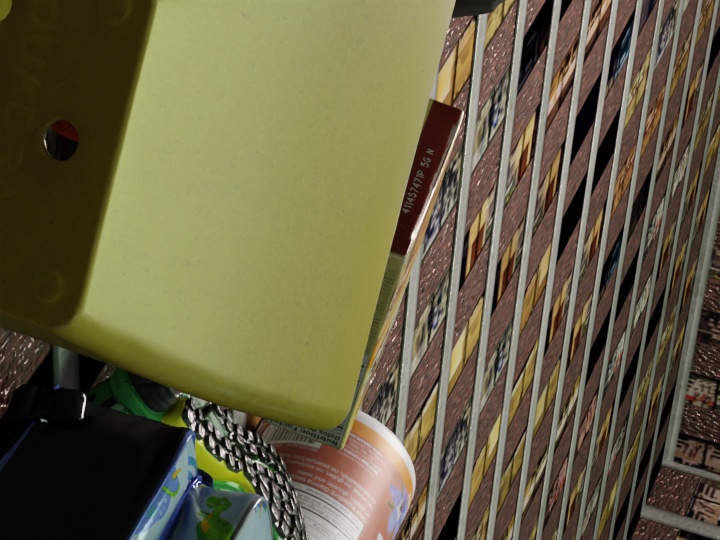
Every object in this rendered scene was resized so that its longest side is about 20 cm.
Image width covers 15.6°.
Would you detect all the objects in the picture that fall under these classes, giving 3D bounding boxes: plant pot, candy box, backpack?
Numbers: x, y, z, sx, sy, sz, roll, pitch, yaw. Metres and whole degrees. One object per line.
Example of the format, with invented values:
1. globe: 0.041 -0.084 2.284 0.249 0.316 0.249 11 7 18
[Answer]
1. plant pot: -0.107 -0.056 1.043 0.176 0.200 0.200 4 102 -63
2. candy box: 0.000 0.000 1.512 0.200 0.055 0.116 106 5 -53
3. backpack: -0.128 0.183 1.286 0.200 0.147 0.183 92 22 -54

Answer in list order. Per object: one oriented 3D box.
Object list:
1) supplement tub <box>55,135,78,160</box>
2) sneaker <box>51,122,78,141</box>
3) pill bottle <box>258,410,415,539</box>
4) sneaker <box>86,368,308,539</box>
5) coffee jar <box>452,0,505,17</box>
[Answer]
1. supplement tub: -0.073 -0.048 1.328 0.200 0.107 0.107 -2 107 -75
2. sneaker: -0.081 -0.152 1.198 0.115 0.078 0.200 7 100 -61
3. pill bottle: -0.047 0.187 1.681 0.112 0.112 0.200 91 20 -46
4. sneaker: -0.089 0.120 1.411 0.200 0.085 0.078 53 16 -36
5. coffee jar: 0.054 -0.249 1.533 0.104 0.085 0.200 -43 127 -66
